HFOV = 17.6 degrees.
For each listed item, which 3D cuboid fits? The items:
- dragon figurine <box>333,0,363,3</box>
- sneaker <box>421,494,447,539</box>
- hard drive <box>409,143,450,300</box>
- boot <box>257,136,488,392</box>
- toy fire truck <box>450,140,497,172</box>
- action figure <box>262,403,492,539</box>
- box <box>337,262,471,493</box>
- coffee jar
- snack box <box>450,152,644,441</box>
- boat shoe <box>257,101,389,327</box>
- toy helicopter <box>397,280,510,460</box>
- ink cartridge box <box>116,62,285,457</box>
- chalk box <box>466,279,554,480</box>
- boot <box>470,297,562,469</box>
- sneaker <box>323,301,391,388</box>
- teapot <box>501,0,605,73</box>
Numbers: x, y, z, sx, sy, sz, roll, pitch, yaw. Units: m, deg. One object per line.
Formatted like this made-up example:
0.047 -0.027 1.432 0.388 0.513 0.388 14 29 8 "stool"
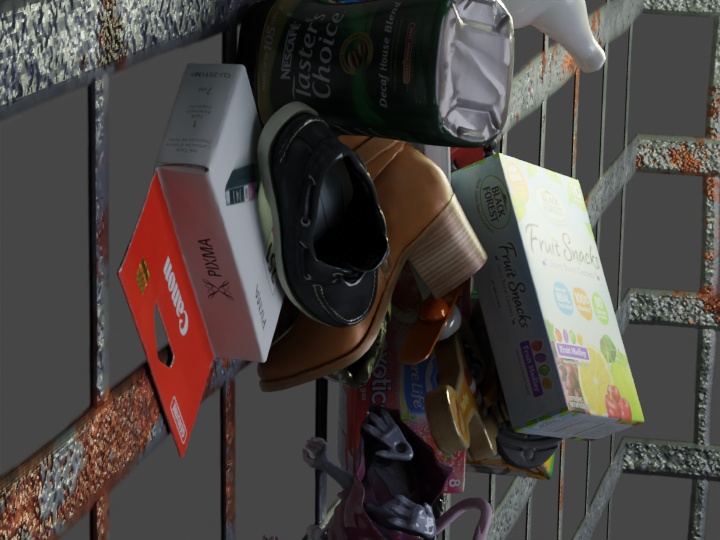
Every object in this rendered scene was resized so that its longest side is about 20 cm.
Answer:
-0.019 -0.219 1.698 0.200 0.058 0.100 49 44 -77 "dragon figurine"
0.028 0.258 2.041 0.076 0.075 0.201 56 50 -79 "sneaker"
0.043 -0.093 1.742 0.132 0.026 0.201 -110 -167 -52 "hard drive"
-0.026 -0.018 1.665 0.156 0.199 0.077 53 13 -11 "boot"
0.049 -0.127 1.870 0.049 0.141 0.200 -34 157 -13 "toy fire truck"
0.012 0.189 1.764 0.200 0.148 0.134 116 -2 -53 "action figure"
0.034 0.073 1.880 0.100 0.095 0.202 -126 -144 -75 "box"
0.003 -0.135 1.554 0.085 0.199 0.105 6 88 -47 "coffee jar"
0.140 0.023 1.741 0.142 0.053 0.201 14 58 -60 "snack box"
-0.013 -0.024 1.553 0.074 0.066 0.200 -39 140 -28 "boat shoe"
0.069 0.078 1.677 0.200 0.078 0.133 -55 128 -76 "toy helicopter"
-0.096 -0.004 1.499 0.201 0.043 0.174 77 20 -50 "ink cartridge box"
0.133 0.091 2.277 0.124 0.124 0.201 53 44 -69 "chalk box"
0.110 0.099 1.881 0.200 0.065 0.166 124 -33 -69 "boot"
0.000 0.000 1.758 0.089 0.076 0.202 -127 -145 -70 "sneaker"
0.114 -0.282 1.903 0.146 0.196 0.201 38 62 -71 "teapot"
